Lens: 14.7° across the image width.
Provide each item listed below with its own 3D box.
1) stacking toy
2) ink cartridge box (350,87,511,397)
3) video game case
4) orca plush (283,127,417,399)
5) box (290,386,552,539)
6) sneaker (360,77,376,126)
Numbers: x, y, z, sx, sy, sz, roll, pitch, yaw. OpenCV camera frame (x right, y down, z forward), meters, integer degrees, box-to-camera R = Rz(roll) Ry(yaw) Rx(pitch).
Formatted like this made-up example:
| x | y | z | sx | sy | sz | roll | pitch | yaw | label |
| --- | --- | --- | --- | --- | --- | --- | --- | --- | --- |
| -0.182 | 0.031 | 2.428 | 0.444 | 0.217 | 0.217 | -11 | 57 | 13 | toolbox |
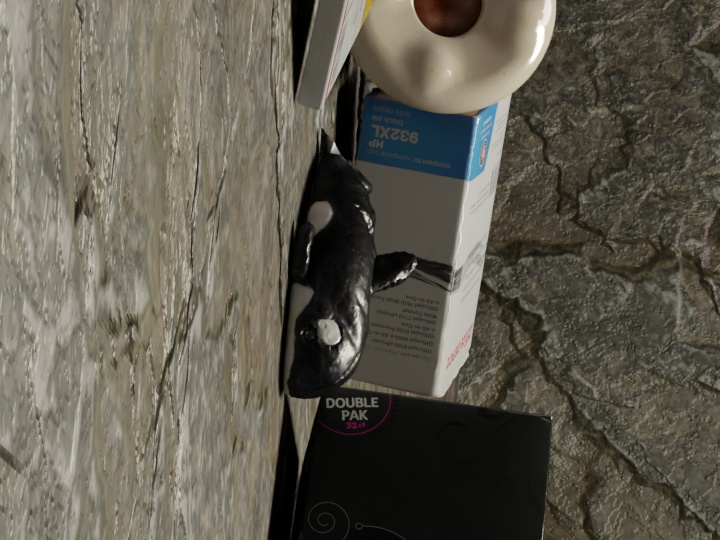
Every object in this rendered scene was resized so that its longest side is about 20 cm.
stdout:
| x | y | z | sx | sy | sz | roll | pitch | yaw | label |
| --- | --- | --- | --- | --- | --- | --- | --- | --- | --- |
| 0.042 | -0.172 | 1.904 | 0.200 | 0.146 | 0.146 | 169 | -75 | -79 | stacking toy |
| 0.042 | -0.029 | 1.950 | 0.145 | 0.084 | 0.200 | -47 | 147 | -73 | ink cartridge box |
| 0.009 | -0.206 | 1.650 | 0.200 | 0.017 | 0.143 | -66 | 173 | -48 | video game case |
| 0.000 | 0.000 | 1.712 | 0.200 | 0.071 | 0.105 | -79 | 171 | -57 | orca plush |
| 0.030 | 0.190 | 1.693 | 0.124 | 0.148 | 0.200 | 104 | -6 | -62 | box |
| 0.032 | -0.096 | 2.066 | 0.081 | 0.075 | 0.200 | -112 | -146 | -84 | sneaker |
